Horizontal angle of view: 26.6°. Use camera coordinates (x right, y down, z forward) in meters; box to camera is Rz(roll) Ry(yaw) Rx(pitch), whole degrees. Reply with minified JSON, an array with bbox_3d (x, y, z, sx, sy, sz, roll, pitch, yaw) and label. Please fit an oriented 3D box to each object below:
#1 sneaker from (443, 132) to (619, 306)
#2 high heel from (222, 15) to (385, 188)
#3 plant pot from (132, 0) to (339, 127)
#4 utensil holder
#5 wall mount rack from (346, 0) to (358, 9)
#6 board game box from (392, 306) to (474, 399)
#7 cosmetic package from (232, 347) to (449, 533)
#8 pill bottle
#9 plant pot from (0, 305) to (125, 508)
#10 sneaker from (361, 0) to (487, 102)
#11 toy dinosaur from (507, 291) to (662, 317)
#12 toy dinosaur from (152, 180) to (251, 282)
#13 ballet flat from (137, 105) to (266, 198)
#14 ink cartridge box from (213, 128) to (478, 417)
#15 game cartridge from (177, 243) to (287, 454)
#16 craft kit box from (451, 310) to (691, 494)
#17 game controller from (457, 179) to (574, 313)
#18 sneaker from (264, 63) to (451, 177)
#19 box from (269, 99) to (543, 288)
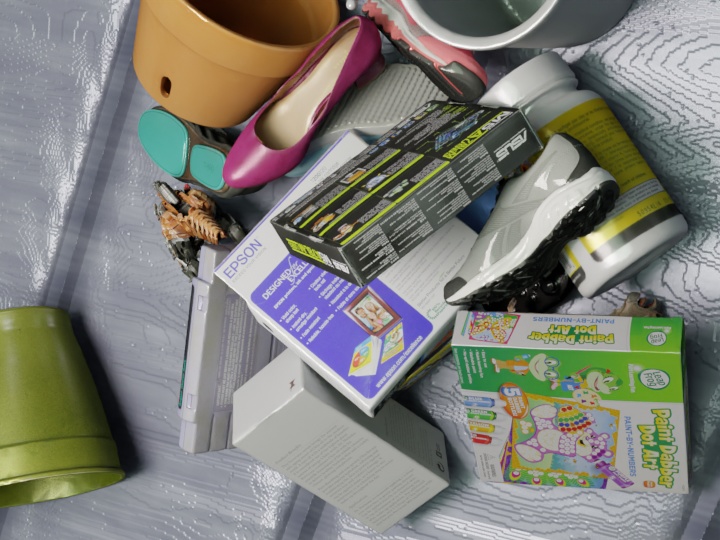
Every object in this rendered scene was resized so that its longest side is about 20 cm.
[{"bbox_3d":[0.138,-0.038,1.313,0.200,0.073,0.080,-46,62,34],"label":"sneaker"},{"bbox_3d":[-0.062,-0.160,1.421,0.200,0.096,0.067,-45,71,-3],"label":"high heel"},{"bbox_3d":[-0.137,-0.237,1.497,0.200,0.199,0.141,47,131,16],"label":"plant pot"},{"bbox_3d":[0.142,-0.276,1.323,0.168,0.199,0.172,4,98,27],"label":"utensil holder"},{"bbox_3d":[0.019,-0.341,1.440,0.200,0.074,0.175,-40,60,26],"label":"wall mount rack"},{"bbox_3d":[0.000,0.048,1.519,0.200,0.057,0.166,-41,78,27],"label":"board game box"},{"bbox_3d":[-0.018,0.162,1.466,0.101,0.199,0.072,-38,33,25],"label":"cosmetic package"},{"bbox_3d":[0.193,-0.087,1.365,0.114,0.114,0.201,-38,78,26],"label":"pill bottle"},{"bbox_3d":[-0.369,0.147,1.671,0.199,0.200,0.195,-18,75,29],"label":"plant pot"},{"bbox_3d":[0.072,-0.229,1.403,0.087,0.074,0.200,-45,39,6],"label":"sneaker"},{"bbox_3d":[0.183,0.095,1.416,0.134,0.086,0.200,26,134,-16],"label":"toy dinosaur"},{"bbox_3d":[-0.166,-0.034,1.542,0.102,0.200,0.136,-35,103,10],"label":"toy dinosaur"},{"bbox_3d":[-0.159,-0.117,1.572,0.200,0.068,0.069,35,117,48],"label":"ballet flat"},{"bbox_3d":[0.000,0.000,1.413,0.200,0.043,0.198,40,73,13],"label":"ink cartridge box"},{"bbox_3d":[-0.113,0.073,1.479,0.038,0.128,0.203,22,109,51],"label":"game cartridge"},{"bbox_3d":[0.190,0.118,1.343,0.195,0.049,0.201,-1,136,15],"label":"craft kit box"},{"bbox_3d":[0.125,-0.047,1.448,0.104,0.042,0.202,-33,79,27],"label":"game controller"},{"bbox_3d":[-0.002,-0.144,1.500,0.197,0.082,0.075,-13,64,10],"label":"sneaker"},{"bbox_3d":[0.035,-0.073,1.323,0.199,0.193,0.048,-38,112,-13],"label":"box"}]
